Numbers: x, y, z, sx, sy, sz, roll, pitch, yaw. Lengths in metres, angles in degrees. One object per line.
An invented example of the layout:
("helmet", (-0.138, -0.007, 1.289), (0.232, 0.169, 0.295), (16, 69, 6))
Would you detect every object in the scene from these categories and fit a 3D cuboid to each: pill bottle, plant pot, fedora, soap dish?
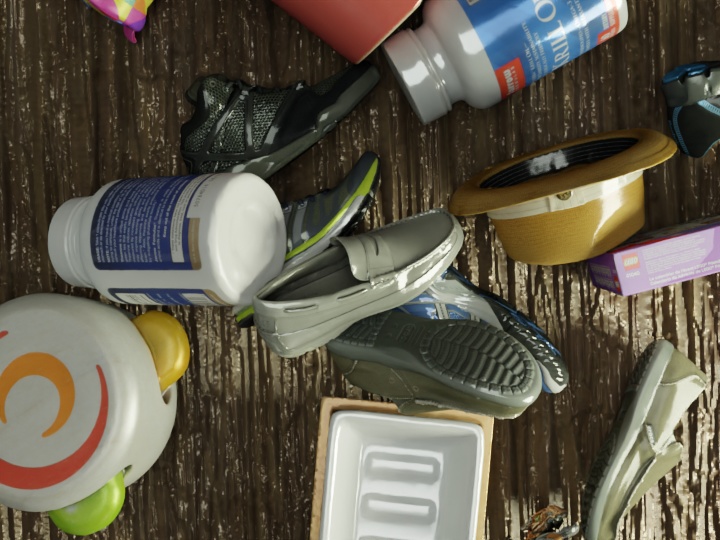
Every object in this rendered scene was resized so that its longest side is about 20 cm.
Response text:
("pill bottle", (0.123, -0.212, 0.918), (0.199, 0.112, 0.113), (-30, 91, 4))
("plant pot", (-0.013, -0.290, 0.892), (0.200, 0.200, 0.177), (-43, 100, 3))
("fedora", (0.176, -0.057, 0.892), (0.198, 0.201, 0.083), (-18, 104, 3))
("soap dish", (0.034, 0.219, 0.953), (0.155, 0.081, 0.203), (5, 93, 2))
("pill bottle", (-0.173, -0.026, 0.912), (0.198, 0.111, 0.113), (0, 92, 30))

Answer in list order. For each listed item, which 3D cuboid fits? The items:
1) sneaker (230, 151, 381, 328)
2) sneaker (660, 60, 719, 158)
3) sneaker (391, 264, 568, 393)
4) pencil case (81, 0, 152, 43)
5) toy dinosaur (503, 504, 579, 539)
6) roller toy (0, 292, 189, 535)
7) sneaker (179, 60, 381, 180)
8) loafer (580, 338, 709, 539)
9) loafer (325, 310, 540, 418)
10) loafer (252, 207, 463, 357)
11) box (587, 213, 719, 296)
("sneaker", (-0.061, -0.041, 0.954), (0.200, 0.074, 0.081), (-44, 87, 2))
("sneaker", (0.373, -0.161, 0.939), (0.198, 0.073, 0.083), (-13, 108, 8))
("sneaker", (0.099, 0.054, 0.954), (0.199, 0.076, 0.077), (34, 100, 10))
("pencil case", (-0.189, -0.315, 0.945), (0.088, 0.088, 0.201), (32, 95, 1))
("toy dinosaur", (0.169, 0.319, 0.950), (0.101, 0.135, 0.202), (-22, 125, -33))
("roller toy", (-0.262, 0.114, 0.933), (0.181, 0.140, 0.202), (19, 87, 10))
("sneaker", (-0.082, -0.152, 0.947), (0.198, 0.076, 0.115), (-32, 97, 9))
("loafer", (0.258, 0.165, 0.944), (0.069, 0.075, 0.202), (23, 93, 6))
("loafer", (0.062, 0.084, 0.893), (0.198, 0.075, 0.070), (15, 134, 30))
("loafer", (0.000, 0.000, 0.880), (0.199, 0.070, 0.070), (-32, 47, -14))
("box", (0.305, -0.024, 0.904), (0.198, 0.137, 0.040), (-15, 92, 3))
